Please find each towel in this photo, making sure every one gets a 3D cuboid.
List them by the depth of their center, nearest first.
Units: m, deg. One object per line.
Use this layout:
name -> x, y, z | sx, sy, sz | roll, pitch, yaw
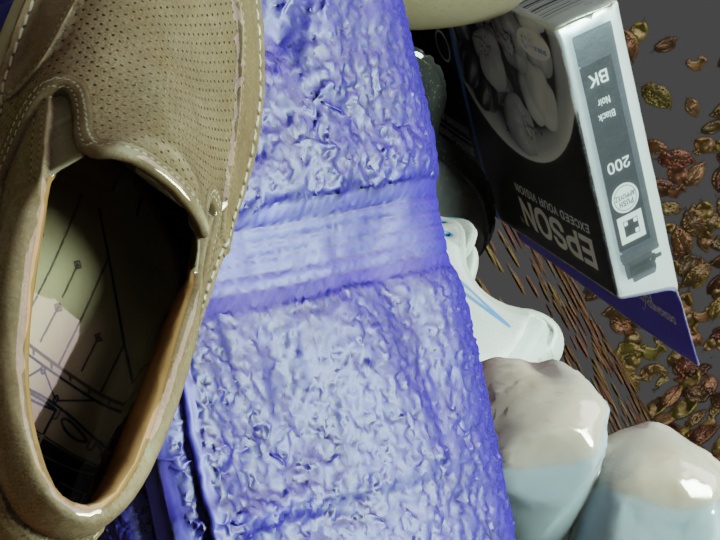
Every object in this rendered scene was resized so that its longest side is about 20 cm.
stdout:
towel -> -0.024, 0.010, 0.642 | 0.147, 0.050, 0.201 | -12, 90, -37

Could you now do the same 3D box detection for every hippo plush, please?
hippo plush -> 0.046, 0.103, 0.796 | 0.200, 0.159, 0.161 | 40, 3, -17

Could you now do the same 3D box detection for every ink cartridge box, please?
ink cartridge box -> 0.089, -0.062, 1.150 | 0.198, 0.043, 0.200 | 39, -30, 60

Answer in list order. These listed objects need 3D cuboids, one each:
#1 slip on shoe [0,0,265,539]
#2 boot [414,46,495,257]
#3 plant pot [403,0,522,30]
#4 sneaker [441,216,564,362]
slip on shoe -> -0.060, -0.018, 0.549 | 0.076, 0.061, 0.200 | 34, 56, -24
boot -> 0.000, -0.017, 1.121 | 0.070, 0.132, 0.200 | 17, -21, 26
plant pot -> -0.020, -0.196, 1.029 | 0.200, 0.134, 0.201 | 39, -41, 46
sneaker -> 0.000, 0.000, 0.930 | 0.200, 0.087, 0.075 | 39, -24, 25
